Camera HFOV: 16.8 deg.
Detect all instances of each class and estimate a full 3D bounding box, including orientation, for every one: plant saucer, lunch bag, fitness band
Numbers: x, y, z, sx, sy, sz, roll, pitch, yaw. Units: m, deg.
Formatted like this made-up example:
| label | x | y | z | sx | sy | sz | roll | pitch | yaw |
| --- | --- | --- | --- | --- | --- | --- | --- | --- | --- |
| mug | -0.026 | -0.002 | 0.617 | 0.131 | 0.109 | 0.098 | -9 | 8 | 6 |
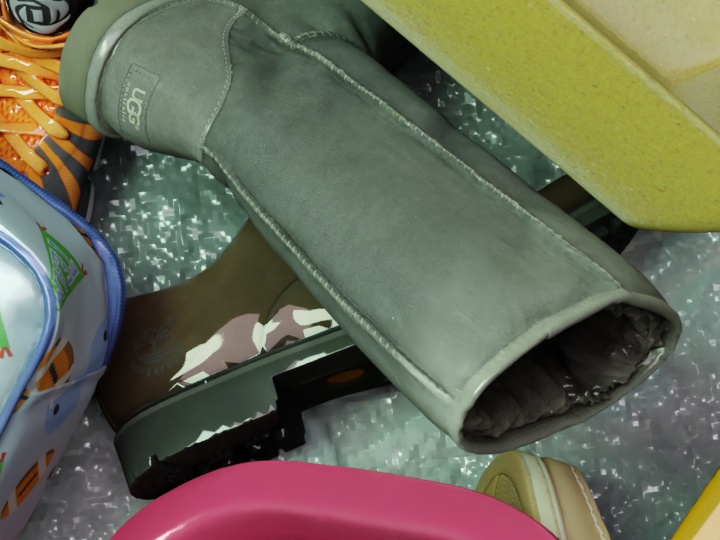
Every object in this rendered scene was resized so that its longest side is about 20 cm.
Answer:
| label | x | y | z | sx | sy | sz | roll | pitch | yaw |
| --- | --- | --- | --- | --- | --- | --- | --- | --- | --- |
| plant saucer | 0.054 | -0.095 | 0.789 | 0.200 | 0.200 | 0.048 | 40 | 110 | -7 |
| lunch bag | -0.175 | 0.033 | 0.784 | 0.160 | 0.076 | 0.201 | 32 | 107 | 10 |
| fitness band | -0.012 | 0.132 | 0.768 | 0.199 | 0.037 | 0.144 | 6 | 61 | 32 |

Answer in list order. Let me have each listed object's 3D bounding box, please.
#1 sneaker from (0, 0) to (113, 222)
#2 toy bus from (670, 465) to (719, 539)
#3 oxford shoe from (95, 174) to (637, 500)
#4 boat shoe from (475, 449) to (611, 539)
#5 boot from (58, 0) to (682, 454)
| label | x | y | z | sx | sy | sz | roll | pitch | yaw |
| --- | --- | --- | --- | --- | --- | --- | --- | --- | --- |
| sneaker | -0.119 | -0.063 | 0.823 | 0.077 | 0.112 | 0.201 | 22 | 77 | 6 |
| toy bus | 0.189 | 0.135 | 0.789 | 0.199 | 0.078 | 0.065 | 35 | 79 | 9 |
| oxford shoe | 0.000 | 0.000 | 0.829 | 0.199 | 0.073 | 0.085 | -21 | 70 | -7 |
| boat shoe | 0.085 | 0.154 | 0.794 | 0.069 | 0.074 | 0.202 | -2 | 66 | -24 |
| boot | 0.024 | -0.036 | 0.774 | 0.199 | 0.073 | 0.181 | 31 | 42 | 32 |
